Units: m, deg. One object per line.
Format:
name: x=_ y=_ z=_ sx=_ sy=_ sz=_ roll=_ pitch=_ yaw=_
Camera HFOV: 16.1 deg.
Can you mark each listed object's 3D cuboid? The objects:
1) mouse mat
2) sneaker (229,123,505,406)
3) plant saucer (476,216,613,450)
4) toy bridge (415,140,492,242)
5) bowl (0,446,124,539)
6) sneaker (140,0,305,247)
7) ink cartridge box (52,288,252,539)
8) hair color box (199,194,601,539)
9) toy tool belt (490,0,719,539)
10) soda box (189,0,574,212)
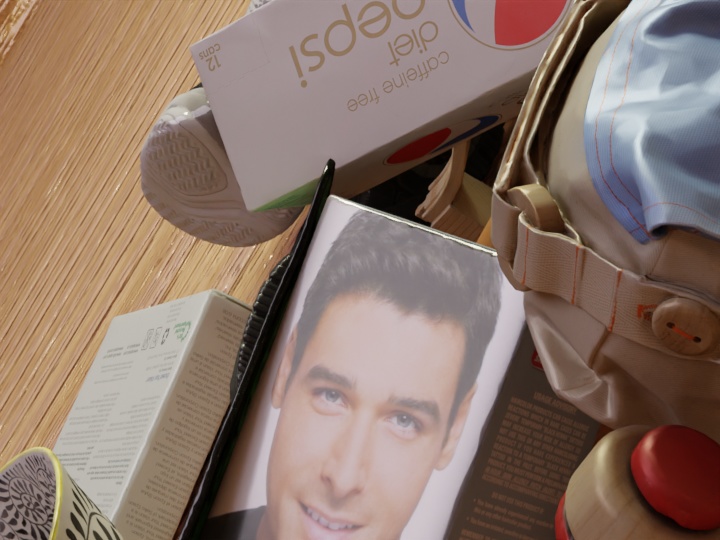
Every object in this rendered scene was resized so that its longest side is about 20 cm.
mouse mat: x=-0.047 y=0.065 z=0.900 sx=0.161 sy=0.007 sz=0.201 roll=108 pitch=-176 yaw=-81
sneaker: x=0.000 y=0.000 z=1.123 sx=0.201 sy=0.076 sz=0.091 roll=-59 pitch=5 yaw=-26
plant saucer: x=0.078 y=0.005 z=0.904 sx=0.200 sy=0.037 sz=0.200 roll=-54 pitch=16 yaw=23
toy bridge: x=0.077 y=-0.078 z=0.998 sx=0.200 sy=0.067 sz=0.027 roll=-47 pitch=21 yaw=40
bowl: x=-0.153 y=0.192 z=1.186 sx=0.201 sy=0.094 sz=0.201 roll=-51 pitch=21 yaw=28
sneaker: x=-0.026 y=-0.093 z=1.124 sx=0.200 sy=0.075 sz=0.114 roll=-48 pitch=10 yaw=53
ink cartridge box: x=-0.133 y=0.113 z=1.374 sx=0.201 sy=0.043 sz=0.196 roll=-67 pitch=17 yaw=-13
hair color box: x=0.005 y=0.087 z=0.819 sx=0.099 sy=0.061 sz=0.201 roll=19 pitch=87 yaw=42
toy tool belt: x=0.103 y=-0.014 z=0.702 sx=0.201 sy=0.124 sz=0.123 roll=-78 pitch=15 yaw=-47
soda box: x=0.040 y=-0.089 z=0.889 sx=0.199 sy=0.068 sz=0.064 roll=-25 pitch=-9 yaw=31
